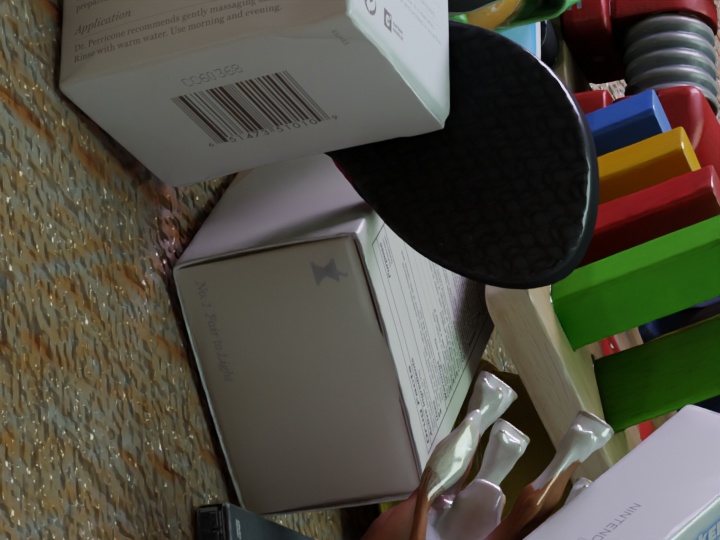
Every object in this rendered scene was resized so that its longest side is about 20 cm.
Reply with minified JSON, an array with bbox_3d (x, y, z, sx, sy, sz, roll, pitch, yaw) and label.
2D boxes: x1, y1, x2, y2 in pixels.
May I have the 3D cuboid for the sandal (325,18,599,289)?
[{"bbox_3d":[0.014,-0.054,1.031,0.075,0.200,0.045,-55,141,-1],"label":"sandal"}]

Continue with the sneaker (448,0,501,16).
[{"bbox_3d":[0.056,-0.138,1.191,0.200,0.106,0.075,-26,104,-43],"label":"sneaker"}]

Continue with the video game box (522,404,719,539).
[{"bbox_3d":[0.066,0.167,0.955,0.200,0.047,0.183,-33,133,-44],"label":"video game box"}]

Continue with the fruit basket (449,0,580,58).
[{"bbox_3d":[0.034,-0.169,1.299,0.200,0.093,0.187,4,77,-69],"label":"fruit basket"}]

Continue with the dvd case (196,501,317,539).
[{"bbox_3d":[-0.012,0.173,1.097,0.200,0.016,0.150,35,48,-67],"label":"dvd case"}]

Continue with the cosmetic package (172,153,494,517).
[{"bbox_3d":[0.000,0.000,1.128,0.200,0.073,0.104,-58,136,-64],"label":"cosmetic package"}]

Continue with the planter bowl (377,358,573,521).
[{"bbox_3d":[0.073,0.111,1.255,0.200,0.083,0.202,-14,90,-77],"label":"planter bowl"}]

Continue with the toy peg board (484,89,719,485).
[{"bbox_3d":[0.136,0.028,1.217,0.200,0.097,0.201,-81,148,-60],"label":"toy peg board"}]

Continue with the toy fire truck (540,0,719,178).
[{"bbox_3d":[0.161,-0.095,1.478,0.129,0.199,0.177,50,35,-58],"label":"toy fire truck"}]

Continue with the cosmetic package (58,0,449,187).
[{"bbox_3d":[-0.034,-0.141,1.021,0.081,0.112,0.201,44,42,-53],"label":"cosmetic package"}]

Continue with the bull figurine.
[{"bbox_3d":[0.033,0.107,1.019,0.122,0.065,0.200,-58,173,-11],"label":"bull figurine"}]
